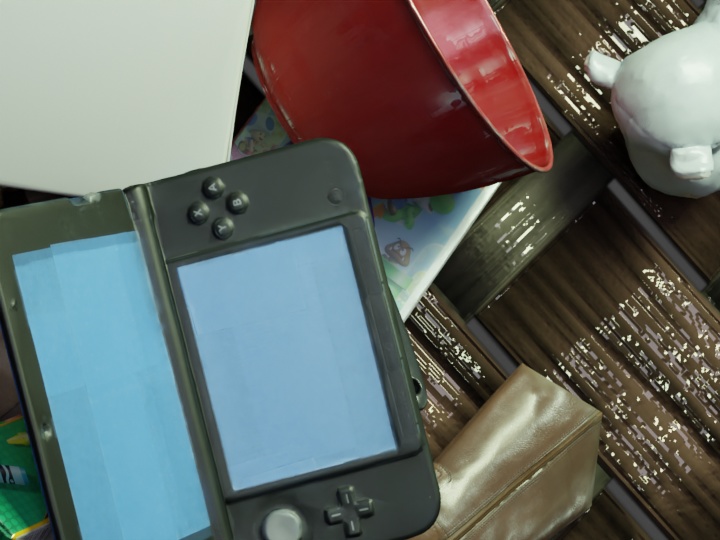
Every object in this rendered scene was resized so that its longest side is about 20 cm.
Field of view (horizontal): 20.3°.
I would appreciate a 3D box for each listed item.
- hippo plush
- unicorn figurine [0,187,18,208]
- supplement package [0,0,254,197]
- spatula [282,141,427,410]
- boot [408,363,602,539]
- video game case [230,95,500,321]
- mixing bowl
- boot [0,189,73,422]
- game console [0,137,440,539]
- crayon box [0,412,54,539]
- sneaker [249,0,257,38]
[{"bbox_3d":[0.230,-0.108,1.163,0.161,0.200,0.159,-44,68,-10],"label":"hippo plush"},{"bbox_3d":[-0.197,-0.112,1.126,0.198,0.074,0.139,-15,81,-32],"label":"unicorn figurine"},{"bbox_3d":[-0.167,-0.107,1.027,0.198,0.121,0.121,8,100,-15],"label":"supplement package"},{"bbox_3d":[0.000,0.000,1.100,0.056,0.021,0.201,3,42,-26],"label":"spatula"},{"bbox_3d":[0.043,0.094,1.091,0.199,0.064,0.188,-36,116,-32],"label":"boot"},{"bbox_3d":[-0.020,-0.029,1.168,0.143,0.017,0.201,36,72,-3],"label":"video game case"},{"bbox_3d":[0.010,-0.116,1.104,0.108,0.200,0.202,-29,84,16],"label":"mixing bowl"},{"bbox_3d":[-0.196,0.039,1.092,0.198,0.070,0.148,-19,94,-4],"label":"boot"},{"bbox_3d":[-0.063,0.051,0.938,0.169,0.118,0.202,-14,91,1],"label":"game console"},{"bbox_3d":[-0.153,0.121,0.997,0.058,0.119,0.200,45,29,14],"label":"crayon box"},{"bbox_3d":[-0.125,-0.201,1.164,0.074,0.080,0.200,-44,74,14],"label":"sneaker"}]
